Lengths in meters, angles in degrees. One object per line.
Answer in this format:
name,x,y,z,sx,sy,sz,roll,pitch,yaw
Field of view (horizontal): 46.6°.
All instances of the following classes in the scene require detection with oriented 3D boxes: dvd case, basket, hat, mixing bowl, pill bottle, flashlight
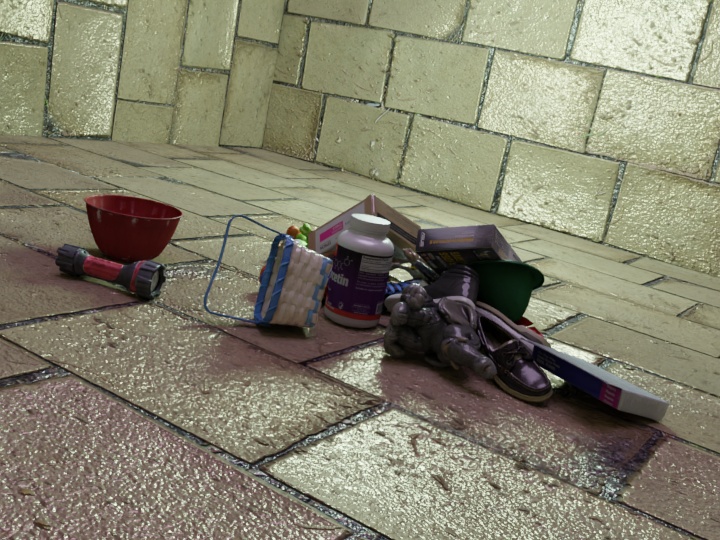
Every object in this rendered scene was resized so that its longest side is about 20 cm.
dvd case,0.202,0.056,1.698,0.148,0.016,0.200,36,-4,37
basket,-0.162,0.016,1.471,0.198,0.179,0.139,21,-6,-21
hat,0.269,0.091,1.577,0.197,0.179,0.165,-7,-25,32
mixing bowl,-0.473,-0.081,1.729,0.197,0.110,0.200,11,14,-3
pill bottle,0.000,0.000,1.592,0.111,0.203,0.113,11,12,-2
flashlight,-0.453,-0.004,1.511,0.197,0.069,0.068,15,16,10

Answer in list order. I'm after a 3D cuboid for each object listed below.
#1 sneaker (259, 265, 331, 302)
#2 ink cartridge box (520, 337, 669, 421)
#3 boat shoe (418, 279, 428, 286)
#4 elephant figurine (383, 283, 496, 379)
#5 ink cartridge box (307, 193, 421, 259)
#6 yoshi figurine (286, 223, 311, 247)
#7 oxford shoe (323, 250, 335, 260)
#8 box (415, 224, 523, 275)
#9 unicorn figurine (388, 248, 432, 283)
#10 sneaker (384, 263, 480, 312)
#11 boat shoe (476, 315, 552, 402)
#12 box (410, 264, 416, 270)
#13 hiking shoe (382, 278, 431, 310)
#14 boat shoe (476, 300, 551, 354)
sneaker,-0.107,0.037,1.667,0.196,0.077,0.079,3,22,-1
ink cartridge box,0.389,0.186,1.418,0.198,0.044,0.196,19,7,-39
boat shoe,0.152,0.098,1.613,0.072,0.060,0.202,43,8,-42
elephant figurine,0.147,0.117,1.441,0.197,0.142,0.156,21,55,9
ink cartridge box,0.009,-0.059,1.799,0.199,0.076,0.164,-28,-40,35
yoshi figurine,-0.148,-0.043,1.889,0.110,0.114,0.200,-11,22,-19
oxford shoe,-0.040,0.000,1.731,0.198,0.072,0.073,-25,24,31
box,0.216,-0.023,1.625,0.156,0.049,0.200,-2,-22,28
unicorn figurine,0.122,0.031,1.798,0.135,0.075,0.201,13,-22,2
sneaker,0.142,0.041,1.570,0.198,0.071,0.100,-5,42,38
boat shoe,0.250,0.147,1.420,0.072,0.066,0.200,-21,37,-24
box,0.226,0.027,1.888,0.198,0.050,0.160,18,-14,25
hiking shoe,0.068,0.060,1.722,0.197,0.076,0.087,4,18,14
boat shoe,0.248,0.119,1.537,0.198,0.069,0.075,28,-16,31
